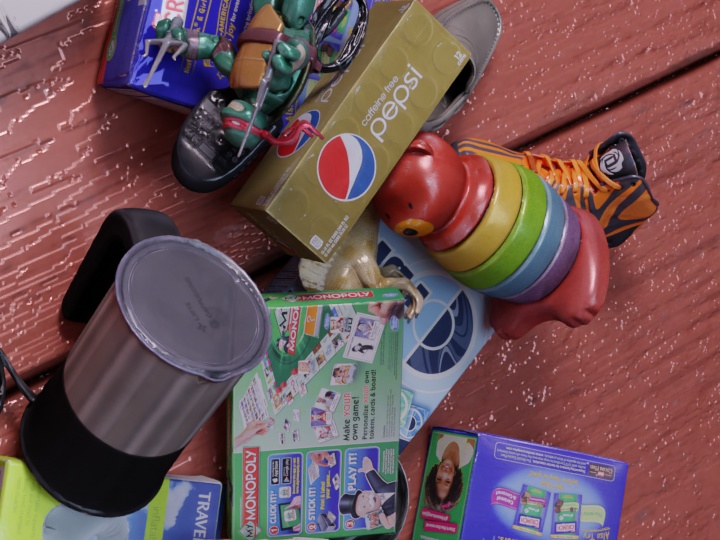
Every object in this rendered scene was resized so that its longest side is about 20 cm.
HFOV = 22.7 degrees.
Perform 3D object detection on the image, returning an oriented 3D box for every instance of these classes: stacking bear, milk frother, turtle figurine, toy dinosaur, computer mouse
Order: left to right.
[{"bbox_3d":[-0.200,0.062,1.248,0.199,0.188,0.181,-15,63,-43],"label":"milk frother"},{"bbox_3d":[-0.075,-0.163,1.269,0.101,0.149,0.201,36,67,-50],"label":"turtle figurine"},{"bbox_3d":[-0.065,-0.133,1.328,0.059,0.034,0.200,44,77,4],"label":"computer mouse"},{"bbox_3d":[0.000,0.000,1.404,0.101,0.058,0.201,35,73,-21],"label":"toy dinosaur"},{"bbox_3d":[0.090,-0.040,1.413,0.199,0.121,0.114,30,62,-33],"label":"stacking bear"}]

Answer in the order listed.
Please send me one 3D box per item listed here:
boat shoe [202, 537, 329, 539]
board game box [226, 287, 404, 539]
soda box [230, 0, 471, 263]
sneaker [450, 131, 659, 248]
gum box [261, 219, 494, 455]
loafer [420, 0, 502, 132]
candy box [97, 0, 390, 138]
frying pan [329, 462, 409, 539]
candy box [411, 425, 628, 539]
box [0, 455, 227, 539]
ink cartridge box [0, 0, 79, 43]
[{"bbox_3d":[-0.038,0.235,1.363,0.199,0.070,0.071,13,75,-27],"label":"boat shoe"},{"bbox_3d":[-0.036,0.114,1.383,0.134,0.029,0.201,-2,111,-12],"label":"board game box"},{"bbox_3d":[-0.006,-0.107,1.347,0.068,0.064,0.201,41,76,-26],"label":"soda box"},{"bbox_3d":[0.172,-0.084,1.515,0.199,0.112,0.078,20,47,-35],"label":"sneaker"},{"bbox_3d":[0.028,0.021,1.477,0.170,0.044,0.200,48,68,-21],"label":"gum box"},{"bbox_3d":[0.071,-0.164,1.470,0.070,0.070,0.200,52,48,-19],"label":"loafer"},{"bbox_3d":[-0.085,-0.194,1.383,0.199,0.077,0.170,17,85,-30],"label":"candy box"},{"bbox_3d":[-0.048,0.163,1.438,0.189,0.031,0.115,33,83,-11],"label":"frying pan"},{"bbox_3d":[0.128,0.246,1.518,0.168,0.077,0.202,15,81,-31],"label":"candy box"},{"bbox_3d":[-0.187,0.210,1.349,0.199,0.048,0.123,10,85,-29],"label":"box"},{"bbox_3d":[-0.280,-0.234,1.274,0.199,0.084,0.145,-34,107,-26],"label":"ink cartridge box"}]
